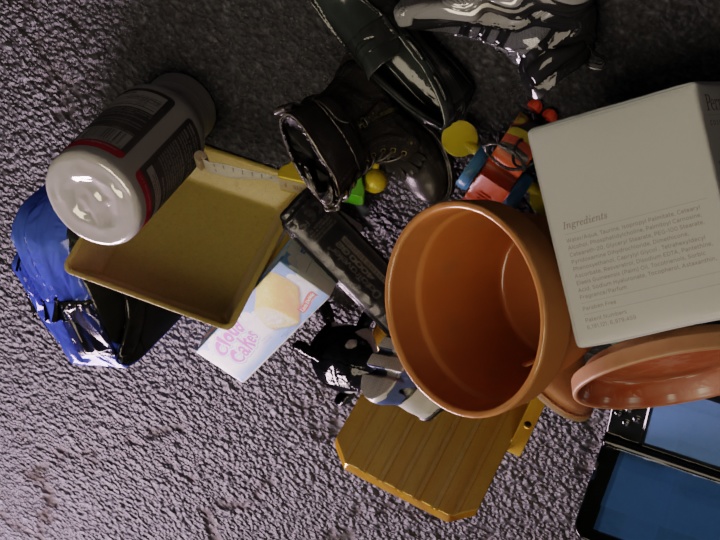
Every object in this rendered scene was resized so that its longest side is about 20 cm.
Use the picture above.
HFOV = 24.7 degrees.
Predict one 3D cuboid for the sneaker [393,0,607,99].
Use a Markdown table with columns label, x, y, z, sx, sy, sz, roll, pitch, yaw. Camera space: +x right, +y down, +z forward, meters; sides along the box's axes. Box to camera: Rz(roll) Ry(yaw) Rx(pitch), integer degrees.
| label | x | y | z | sx | sy | sz | roll | pitch | yaw |
| --- | --- | --- | --- | --- | --- | --- | --- | --- | --- |
| sneaker | 0.131 | -0.215 | 1.522 | 0.199 | 0.076 | 0.114 | -3 | 120 | 26 |

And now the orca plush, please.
| label | x | y | z | sx | sy | sz | roll | pitch | yaw |
| --- | --- | --- | --- | --- | --- | --- | --- | --- | --- |
| orca plush | -0.036 | 0.074 | 1.755 | 0.071 | 0.200 | 0.106 | 18 | 110 | -17 |

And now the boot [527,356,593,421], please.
| label | x | y | z | sx | sy | sz | roll | pitch | yaw |
| --- | --- | --- | --- | --- | --- | --- | --- | --- | --- |
| boot | 0.215 | 0.033 | 1.626 | 0.155 | 0.076 | 0.201 | -42 | 57 | 40 |

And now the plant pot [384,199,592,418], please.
| label | x | y | z | sx | sy | sz | roll | pitch | yaw |
| --- | --- | --- | --- | --- | --- | --- | --- | --- | --- |
| plant pot | 0.139 | 0.027 | 1.542 | 0.199 | 0.140 | 0.201 | 11 | 105 | 44 |

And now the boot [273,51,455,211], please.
| label | x | y | z | sx | sy | sz | roll | pitch | yaw |
| --- | --- | --- | --- | --- | --- | --- | --- | --- | --- |
| boot | 0.001 | -0.109 | 1.602 | 0.069 | 0.174 | 0.200 | -23 | 111 | 37 |

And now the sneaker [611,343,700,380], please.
| label | x | y | z | sx | sy | sz | roll | pitch | yaw |
| --- | --- | --- | --- | --- | --- | --- | --- | --- | --- |
| sneaker | 0.330 | 0.045 | 1.615 | 0.118 | 0.074 | 0.200 | 50 | 139 | -7 |

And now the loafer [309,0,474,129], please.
| label | x | y | z | sx | sy | sz | roll | pitch | yaw |
| --- | --- | --- | --- | --- | --- | --- | --- | --- | --- |
| loafer | 0.024 | -0.216 | 1.581 | 0.200 | 0.070 | 0.068 | 42 | 131 | -7 |

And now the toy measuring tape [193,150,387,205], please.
| label | x | y | z | sx | sy | sz | roll | pitch | yaw |
| --- | --- | --- | --- | --- | --- | --- | --- | --- | --- |
| toy measuring tape | -0.068 | -0.118 | 1.691 | 0.199 | 0.074 | 0.074 | 12 | 129 | 4 |

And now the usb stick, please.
| label | x | y | z | sx | sy | sz | roll | pitch | yaw |
| --- | --- | --- | --- | --- | --- | --- | --- | --- | --- |
| usb stick | 0.000 | 0.000 | 1.685 | 0.200 | 0.055 | 0.033 | 46 | 175 | -14 |

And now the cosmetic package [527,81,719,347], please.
| label | x | y | z | sx | sy | sz | roll | pitch | yaw |
| --- | --- | --- | --- | --- | --- | --- | --- | --- | --- |
| cosmetic package | 0.273 | -0.051 | 1.461 | 0.166 | 0.167 | 0.201 | -14 | 88 | 33 |

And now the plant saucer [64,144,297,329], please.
| label | x | y | z | sx | sy | sz | roll | pitch | yaw |
| --- | --- | --- | --- | --- | --- | --- | --- | --- | --- |
| plant saucer | -0.182 | -0.037 | 1.753 | 0.199 | 0.201 | 0.049 | 19 | 151 | 14 |

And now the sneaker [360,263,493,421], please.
| label | x | y | z | sx | sy | sz | roll | pitch | yaw |
| --- | --- | --- | --- | --- | --- | --- | --- | --- | --- |
| sneaker | 0.092 | 0.070 | 1.667 | 0.115 | 0.200 | 0.080 | 37 | 170 | -31 |

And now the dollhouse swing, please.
| label | x | y | z | sx | sy | sz | roll | pitch | yaw |
| --- | --- | --- | --- | --- | --- | --- | --- | --- | --- |
| dollhouse swing | 0.091 | 0.126 | 1.733 | 0.199 | 0.176 | 0.182 | 27 | 132 | 8 |

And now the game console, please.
| label | x | y | z | sx | sy | sz | roll | pitch | yaw |
| --- | --- | --- | --- | --- | --- | --- | --- | --- | --- |
| game console | 0.341 | 0.212 | 1.706 | 0.199 | 0.118 | 0.171 | 17 | 130 | 15 |

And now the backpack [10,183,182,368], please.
| label | x | y | z | sx | sy | sz | roll | pitch | yaw |
| --- | --- | --- | --- | --- | --- | --- | --- | --- | --- |
| backpack | -0.306 | -0.010 | 1.845 | 0.167 | 0.163 | 0.201 | 0 | 125 | 31 |

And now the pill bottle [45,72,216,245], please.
| label | x | y | z | sx | sy | sz | roll | pitch | yaw |
| --- | --- | --- | --- | --- | --- | --- | --- | --- | --- |
| pill bottle | -0.228 | -0.123 | 1.693 | 0.110 | 0.200 | 0.111 | 14 | 129 | 18 |

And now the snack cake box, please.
| label | x | y | z | sx | sy | sz | roll | pitch | yaw |
| --- | --- | --- | --- | --- | --- | --- | --- | --- | --- |
| snack cake box | -0.088 | 0.021 | 1.775 | 0.067 | 0.115 | 0.200 | 34 | 135 | -11 |

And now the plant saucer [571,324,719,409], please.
| label | x | y | z | sx | sy | sz | roll | pitch | yaw |
| --- | --- | --- | --- | --- | --- | --- | --- | --- | --- |
| plant saucer | 0.295 | 0.089 | 1.539 | 0.199 | 0.032 | 0.200 | -6 | 160 | -2 |

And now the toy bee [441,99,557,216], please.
| label | x | y | z | sx | sy | sz | roll | pitch | yaw |
| --- | --- | --- | --- | --- | --- | --- | --- | --- | --- |
| toy bee | 0.152 | -0.105 | 1.592 | 0.131 | 0.109 | 0.200 | 43 | 157 | -17 |
